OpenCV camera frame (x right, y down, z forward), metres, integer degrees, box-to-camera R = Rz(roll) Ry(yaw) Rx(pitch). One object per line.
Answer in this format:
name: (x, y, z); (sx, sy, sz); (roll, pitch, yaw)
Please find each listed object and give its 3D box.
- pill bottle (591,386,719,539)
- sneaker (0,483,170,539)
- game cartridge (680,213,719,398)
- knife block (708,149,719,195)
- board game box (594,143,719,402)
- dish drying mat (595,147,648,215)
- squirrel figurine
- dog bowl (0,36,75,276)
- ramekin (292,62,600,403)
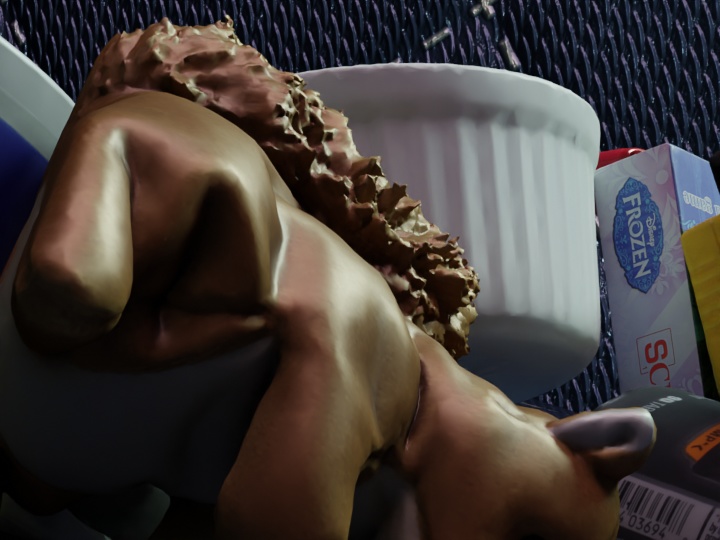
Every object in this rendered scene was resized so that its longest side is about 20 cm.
pill bottle: (0.152, 0.109, 0.675); (0.106, 0.107, 0.200); (16, 1, -40)
sneaker: (-0.061, 0.059, 0.721); (0.077, 0.082, 0.200); (16, 0, 31)
game cartridge: (0.205, 0.086, 0.841); (0.032, 0.201, 0.176); (-26, -26, 34)
knife block: (0.180, 0.029, 0.722); (0.175, 0.064, 0.200); (42, -27, 21)
board game box: (0.179, 0.068, 0.894); (0.041, 0.200, 0.200); (-21, -25, 37)
dish drying mat: (0.061, -0.036, 0.973); (0.199, 0.018, 0.077); (-3, -8, 43)
squirrel figurine: (-0.010, 0.024, 0.616); (0.186, 0.142, 0.200); (24, 39, -10)
dog bowl: (-0.186, -0.038, 0.689); (0.199, 0.079, 0.200); (20, -18, 7)
ramekin: (0.000, 0.000, 0.838); (0.199, 0.098, 0.201); (-6, -15, -2)
